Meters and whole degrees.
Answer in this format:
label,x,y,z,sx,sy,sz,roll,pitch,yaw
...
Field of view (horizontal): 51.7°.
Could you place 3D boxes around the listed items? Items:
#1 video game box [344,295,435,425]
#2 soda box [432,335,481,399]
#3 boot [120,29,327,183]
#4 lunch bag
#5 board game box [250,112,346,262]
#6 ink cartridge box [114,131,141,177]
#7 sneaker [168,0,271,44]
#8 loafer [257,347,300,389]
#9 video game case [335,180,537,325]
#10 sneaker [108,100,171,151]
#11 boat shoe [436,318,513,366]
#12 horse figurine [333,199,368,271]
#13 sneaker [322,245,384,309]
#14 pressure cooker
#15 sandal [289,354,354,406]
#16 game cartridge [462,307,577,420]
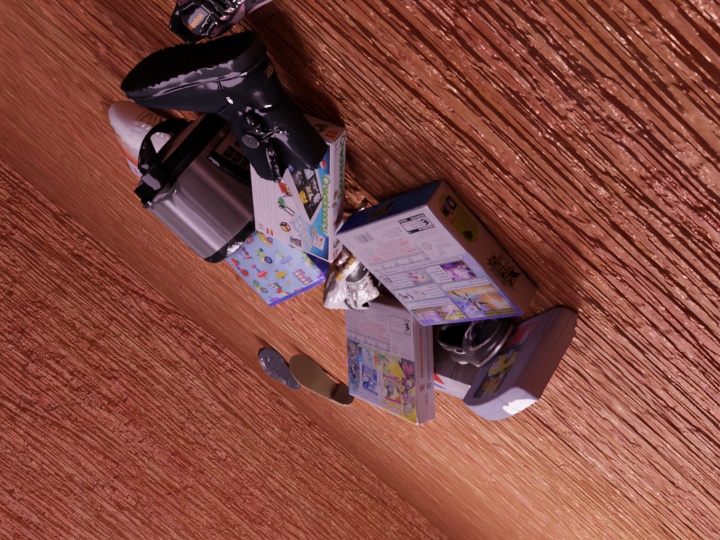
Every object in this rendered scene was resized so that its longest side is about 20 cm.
label,x,y,z,sx,sy,sz,roll,pitch,yaw
video game box,0.046,0.139,1.234,0.199,0.046,0.184,12,106,55
soda box,0.144,0.157,1.210,0.064,0.068,0.199,49,160,-29
boot,-0.150,-0.168,0.828,0.198,0.077,0.169,-2,139,30
lunch bag,-0.143,-0.028,1.325,0.151,0.094,0.199,48,151,-17
board game box,-0.082,-0.111,0.949,0.125,0.035,0.201,24,139,18
ink cartridge box,-0.376,-0.185,1.446,0.200,0.050,0.162,40,162,9
sneaker,-0.132,-0.265,0.720,0.080,0.087,0.200,42,161,-16
loafer,-0.266,0.312,2.376,0.200,0.072,0.063,47,165,-31
video game case,0.088,-0.012,0.915,0.181,0.046,0.199,47,152,-19
sneaker,-0.334,-0.229,1.248,0.199,0.077,0.081,35,151,-3
boat shoe,0.153,0.095,1.047,0.057,0.067,0.200,34,165,-1
horse figurine,-0.073,-0.102,1.019,0.200,0.050,0.133,40,149,2
sneaker,0.000,0.000,1.144,0.087,0.076,0.200,10,153,-9
pressure cooker,-0.233,-0.132,1.087,0.200,0.179,0.176,44,164,-17
sandal,-0.114,0.319,2.079,0.211,0.078,0.070,32,155,7
game cartridge,0.192,0.123,0.930,0.041,0.134,0.200,31,161,-1
